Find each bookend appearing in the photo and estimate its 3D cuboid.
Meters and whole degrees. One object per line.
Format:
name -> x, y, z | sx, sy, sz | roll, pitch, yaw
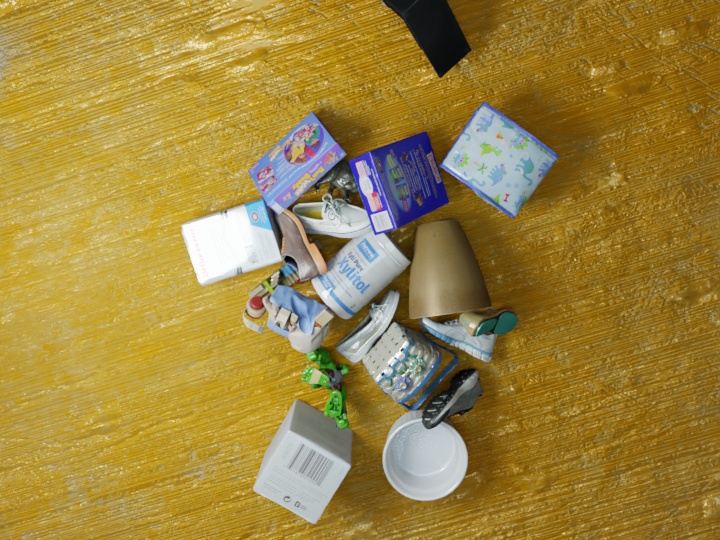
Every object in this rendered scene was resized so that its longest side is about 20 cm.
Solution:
bookend -> 0.116, -0.548, 1.472 | 0.092, 0.199, 0.201 | -40, 53, 7

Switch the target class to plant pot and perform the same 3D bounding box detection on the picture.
plant pot -> 0.187, -0.006, 1.545 | 0.184, 0.186, 0.203 | -7, 88, 2

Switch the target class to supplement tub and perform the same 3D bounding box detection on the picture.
supplement tub -> 0.000, 0.000, 1.560 | 0.200, 0.132, 0.132 | -42, 96, 8

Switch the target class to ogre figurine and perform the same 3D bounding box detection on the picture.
ogre figurine -> -0.072, 0.258, 1.610 | 0.098, 0.120, 0.200 | -42, 95, 12

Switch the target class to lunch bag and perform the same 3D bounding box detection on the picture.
lunch bag -> 0.295, -0.242, 1.516 | 0.199, 0.128, 0.171 | 32, 99, -14

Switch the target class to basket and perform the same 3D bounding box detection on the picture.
basket -> 0.115, 0.228, 1.601 | 0.199, 0.139, 0.177 | 31, 101, -39

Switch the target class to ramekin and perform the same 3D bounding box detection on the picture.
ramekin -> 0.150, 0.430, 1.645 | 0.198, 0.098, 0.203 | 0, 99, 1

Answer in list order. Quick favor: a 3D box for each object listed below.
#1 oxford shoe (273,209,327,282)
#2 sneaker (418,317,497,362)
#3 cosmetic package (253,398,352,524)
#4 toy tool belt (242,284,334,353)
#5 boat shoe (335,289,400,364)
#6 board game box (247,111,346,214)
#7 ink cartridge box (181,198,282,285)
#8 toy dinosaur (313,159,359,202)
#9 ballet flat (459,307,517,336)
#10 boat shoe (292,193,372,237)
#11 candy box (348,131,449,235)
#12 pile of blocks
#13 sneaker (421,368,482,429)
oxford shoe -> -0.151, -0.061, 1.534 | 0.072, 0.072, 0.201 | -29, 60, -12
sneaker -> 0.230, 0.136, 1.613 | 0.198, 0.075, 0.087 | 24, 91, -14
cosmetic package -> -0.127, 0.433, 1.599 | 0.164, 0.200, 0.166 | 31, 98, -4
toy tool belt -> -0.155, 0.085, 1.514 | 0.198, 0.126, 0.123 | 24, 143, 3
boat shoe -> 0.021, 0.123, 1.610 | 0.064, 0.075, 0.203 | 34, 105, -9
board game box -> -0.142, -0.237, 1.524 | 0.200, 0.135, 0.045 | -40, 140, 7
ink cartridge box -> -0.285, -0.067, 1.576 | 0.198, 0.084, 0.148 | -16, 99, 5
toy dinosaur -> -0.044, -0.209, 1.564 | 0.198, 0.077, 0.103 | 21, 80, 14
ballet flat -> 0.290, 0.107, 1.569 | 0.063, 0.199, 0.069 | 37, 110, 32
boat shoe -> -0.062, -0.129, 1.528 | 0.200, 0.086, 0.075 | 6, 58, 27
candy box -> 0.088, -0.190, 1.496 | 0.077, 0.199, 0.171 | -11, 101, 47
pile of blocks -> -0.160, 0.016, 1.589 | 0.199, 0.082, 0.062 | -38, 97, 6
sneaker -> 0.218, 0.305, 1.590 | 0.199, 0.074, 0.080 | -34, 100, -36
